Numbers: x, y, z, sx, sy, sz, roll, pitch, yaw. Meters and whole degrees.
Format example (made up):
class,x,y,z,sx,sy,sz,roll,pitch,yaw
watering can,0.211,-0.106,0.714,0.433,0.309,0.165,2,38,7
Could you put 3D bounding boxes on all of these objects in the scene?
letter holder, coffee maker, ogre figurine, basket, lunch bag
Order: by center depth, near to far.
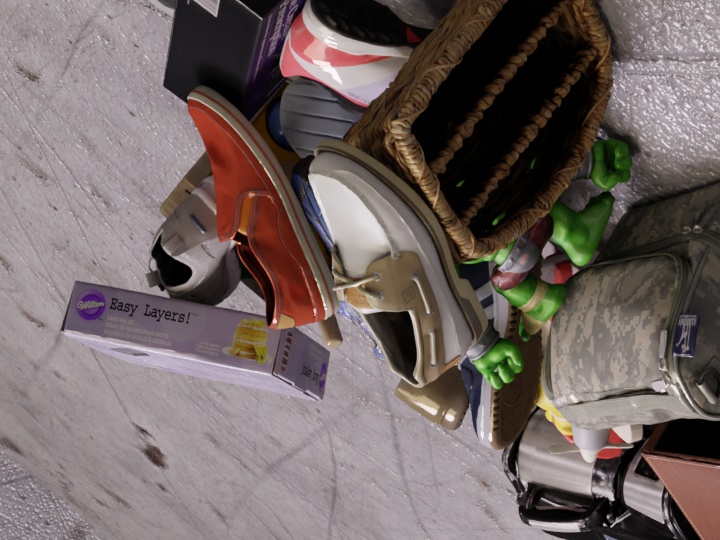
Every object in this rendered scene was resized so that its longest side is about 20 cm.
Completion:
class,x,y,z,sx,sy,sz,roll,pitch,yaw
basket,0.096,-0.104,1.438,0.143,0.200,0.149,43,157,-9
lunch bag,0.236,0.042,1.547,0.139,0.168,0.200,44,156,-15
ogre figurine,0.110,-0.025,1.565,0.119,0.098,0.200,28,118,-12
letter holder,0.352,0.186,1.736,0.142,0.101,0.200,6,142,49
coffee maker,0.259,0.202,1.901,0.199,0.135,0.192,16,172,45

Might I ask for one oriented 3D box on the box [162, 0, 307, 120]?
class,x,y,z,sx,sy,sz,roll,pitch,yaw
box,-0.071,-0.209,1.571,0.079,0.141,0.200,36,158,5

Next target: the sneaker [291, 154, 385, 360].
class,x,y,z,sx,sy,sz,roll,pitch,yaw
sneaker,0.000,0.000,1.606,0.078,0.075,0.201,-16,114,39

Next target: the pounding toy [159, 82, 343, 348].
class,x,y,z,sx,sy,sz,roll,pitch,yaw
pounding toy,-0.054,-0.051,1.765,0.184,0.200,0.142,40,157,-5

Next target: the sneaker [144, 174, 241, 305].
class,x,y,z,sx,sy,sz,roll,pitch,yaw
sneaker,-0.146,-0.012,1.691,0.075,0.082,0.200,49,159,12

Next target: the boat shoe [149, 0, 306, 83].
class,x,y,z,sx,sy,sz,roll,pitch,yaw
boat shoe,-0.108,-0.211,1.727,0.201,0.075,0.086,27,159,2

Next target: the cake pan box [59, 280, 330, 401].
class,x,y,z,sx,sy,sz,roll,pitch,yaw
cake pan box,-0.131,0.062,1.743,0.183,0.053,0.200,12,173,14

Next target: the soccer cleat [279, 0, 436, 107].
class,x,y,z,sx,sy,sz,roll,pitch,yaw
soccer cleat,0.036,-0.145,1.552,0.199,0.068,0.073,20,134,-22

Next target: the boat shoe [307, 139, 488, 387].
class,x,y,z,sx,sy,sz,roll,pitch,yaw
boat shoe,0.018,0.000,1.402,0.075,0.068,0.200,13,148,48

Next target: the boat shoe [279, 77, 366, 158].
class,x,y,z,sx,sy,sz,roll,pitch,yaw
boat shoe,0.011,-0.108,1.637,0.200,0.062,0.072,24,115,49

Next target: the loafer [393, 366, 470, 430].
class,x,y,z,sx,sy,sz,roll,pitch,yaw
loafer,0.073,0.036,1.748,0.067,0.201,0.076,15,144,-6

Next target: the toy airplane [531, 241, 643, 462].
class,x,y,z,sx,sy,sz,roll,pitch,yaw
toy airplane,0.163,0.071,1.744,0.200,0.141,0.200,57,174,7

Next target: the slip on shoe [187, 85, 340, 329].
class,x,y,z,sx,sy,sz,roll,pitch,yaw
slip on shoe,-0.084,-0.046,1.576,0.201,0.061,0.074,64,166,-3

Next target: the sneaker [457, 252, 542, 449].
class,x,y,z,sx,sy,sz,roll,pitch,yaw
sneaker,0.085,0.039,1.676,0.108,0.201,0.070,5,-176,33
